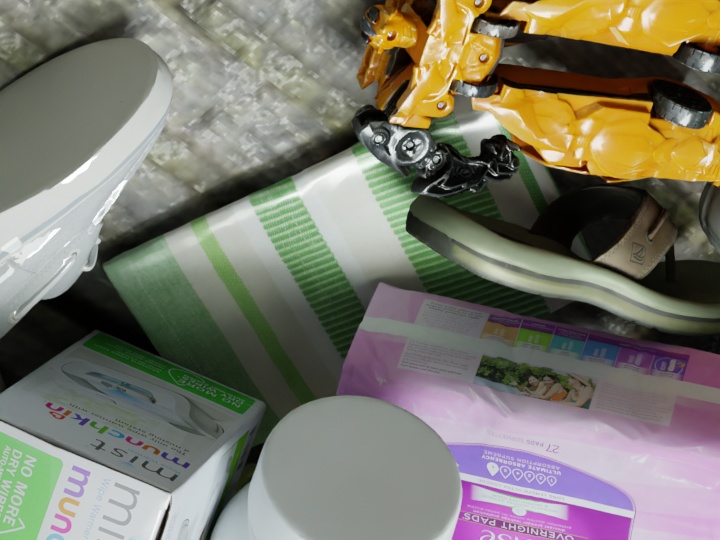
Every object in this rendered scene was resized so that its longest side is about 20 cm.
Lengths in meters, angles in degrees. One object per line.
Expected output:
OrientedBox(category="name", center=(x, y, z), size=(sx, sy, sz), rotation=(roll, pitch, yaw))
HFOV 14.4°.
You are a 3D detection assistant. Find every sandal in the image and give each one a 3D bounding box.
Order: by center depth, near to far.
OrientedBox(category="sandal", center=(0.109, -0.012, 1.287), size=(0.200, 0.080, 0.058), rotation=(15, 96, -41))

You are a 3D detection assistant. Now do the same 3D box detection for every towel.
OrientedBox(category="towel", center=(0.000, 0.000, 1.322), size=(0.199, 0.023, 0.153), rotation=(-25, 135, 5))

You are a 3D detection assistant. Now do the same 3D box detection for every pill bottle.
OrientedBox(category="pill bottle", center=(-0.018, 0.151, 1.282), size=(0.114, 0.115, 0.200), rotation=(-4, 141, -18))

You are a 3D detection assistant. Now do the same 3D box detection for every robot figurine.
OrientedBox(category="robot figurine", center=(0.086, -0.096, 1.228), size=(0.199, 0.058, 0.146), rotation=(7, 118, -27))

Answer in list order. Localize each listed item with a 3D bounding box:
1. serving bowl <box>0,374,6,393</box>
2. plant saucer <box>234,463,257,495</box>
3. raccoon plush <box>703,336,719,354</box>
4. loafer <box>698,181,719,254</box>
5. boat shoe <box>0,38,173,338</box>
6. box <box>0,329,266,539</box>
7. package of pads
OrientedBox(category="serving bowl", center=(-0.251, 0.101, 1.289), size=(0.199, 0.066, 0.201), rotation=(-11, 135, -11))
OrientedBox(category="plant saucer", center=(-0.043, 0.215, 1.439), size=(0.199, 0.048, 0.201), rotation=(30, 82, -39))
OrientedBox(category="raccoon plush", center=(0.194, 0.045, 1.421), size=(0.097, 0.134, 0.201), rotation=(31, 83, -25))
OrientedBox(category="loafer", center=(0.220, -0.083, 1.278), size=(0.070, 0.070, 0.201), rotation=(8, 116, -30))
OrientedBox(category="boat shoe", center=(-0.147, -0.013, 1.204), size=(0.200, 0.072, 0.068), rotation=(-47, 137, 3))
OrientedBox(category="box", center=(-0.131, 0.149, 1.249), size=(0.096, 0.176, 0.201), rotation=(23, 104, 7))
OrientedBox(category="package of pads", center=(0.090, 0.085, 1.308), size=(0.199, 0.076, 0.121), rotation=(11, 134, 12))
